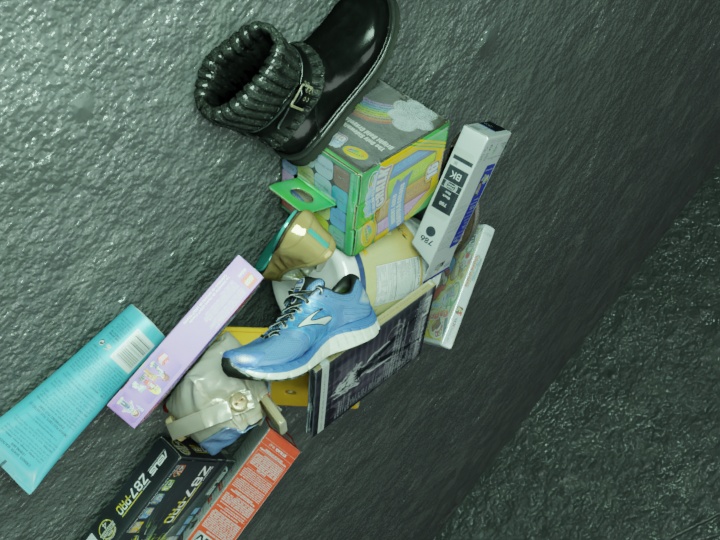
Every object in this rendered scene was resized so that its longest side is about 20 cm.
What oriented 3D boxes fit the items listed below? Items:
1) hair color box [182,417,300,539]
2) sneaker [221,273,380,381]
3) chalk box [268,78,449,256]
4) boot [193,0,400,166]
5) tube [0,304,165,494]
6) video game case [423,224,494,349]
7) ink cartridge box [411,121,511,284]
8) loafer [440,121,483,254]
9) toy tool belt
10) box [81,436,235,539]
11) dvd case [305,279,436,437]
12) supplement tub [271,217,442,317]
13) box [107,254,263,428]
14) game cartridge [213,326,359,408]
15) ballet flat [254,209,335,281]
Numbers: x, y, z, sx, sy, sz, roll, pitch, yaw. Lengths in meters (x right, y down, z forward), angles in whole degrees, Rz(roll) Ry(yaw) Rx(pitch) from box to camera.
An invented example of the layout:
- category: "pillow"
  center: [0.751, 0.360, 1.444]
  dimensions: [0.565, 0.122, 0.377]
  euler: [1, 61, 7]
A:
- category: "hair color box"
  center: [-0.176, 0.320, 1.145]
  dimensions: [0.201, 0.064, 0.111]
  euler: [-52, -171, -7]
- category: "sneaker"
  center: [-0.068, 0.056, 0.829]
  dimensions: [0.199, 0.078, 0.090]
  euler: [-24, 104, -42]
- category: "chalk box"
  center: [-0.012, -0.111, 0.891]
  dimensions: [0.199, 0.124, 0.125]
  euler: [-34, 148, -33]
- category: "boot"
  center: [-0.054, -0.210, 0.752]
  dimensions: [0.213, 0.079, 0.157]
  euler: [-60, 149, 2]
- category: "tube"
  center: [-0.287, 0.123, 0.790]
  dimensions: [0.200, 0.077, 0.050]
  euler: [-47, -174, -18]
- category: "video game case"
  center: [0.115, 0.020, 1.179]
  dimensions: [0.023, 0.200, 0.184]
  euler: [24, 83, -20]
- category: "ink cartridge box"
  center: [0.118, -0.085, 0.968]
  dimensions: [0.099, 0.039, 0.202]
  euler: [-26, 142, -62]
- category: "loafer"
  center: [0.125, -0.106, 1.068]
  dimensions: [0.071, 0.073, 0.202]
  euler: [-27, 138, -42]
- category: "toy tool belt"
  center: [-0.157, 0.165, 0.900]
  dimensions: [0.125, 0.123, 0.200]
  euler: [-51, -176, -33]
- category: "box"
  center: [-0.277, 0.321, 1.057]
  dimensions: [0.201, 0.049, 0.161]
  euler: [-53, 158, -2]
- category: "dvd case"
  center: [0.012, 0.110, 0.968]
  dimensions: [0.199, 0.016, 0.150]
  euler: [-34, 150, -30]
- category: "supplement tub"
  center: [0.000, 0.000, 1.006]
  dimensions: [0.199, 0.144, 0.146]
  euler: [-13, 133, -47]
- category: "box"
  center: [-0.186, 0.076, 0.852]
  dimensions: [0.200, 0.039, 0.137]
  euler: [-50, -176, -11]
- category: "game cartridge"
  center: [-0.098, 0.126, 1.002]
  dimensions: [0.201, 0.174, 0.033]
  euler: [76, 17, -57]
- category: "ballet flat"
  center: [-0.073, -0.014, 0.852]
  dimensions: [0.069, 0.063, 0.200]
  euler: [-58, -172, -13]
